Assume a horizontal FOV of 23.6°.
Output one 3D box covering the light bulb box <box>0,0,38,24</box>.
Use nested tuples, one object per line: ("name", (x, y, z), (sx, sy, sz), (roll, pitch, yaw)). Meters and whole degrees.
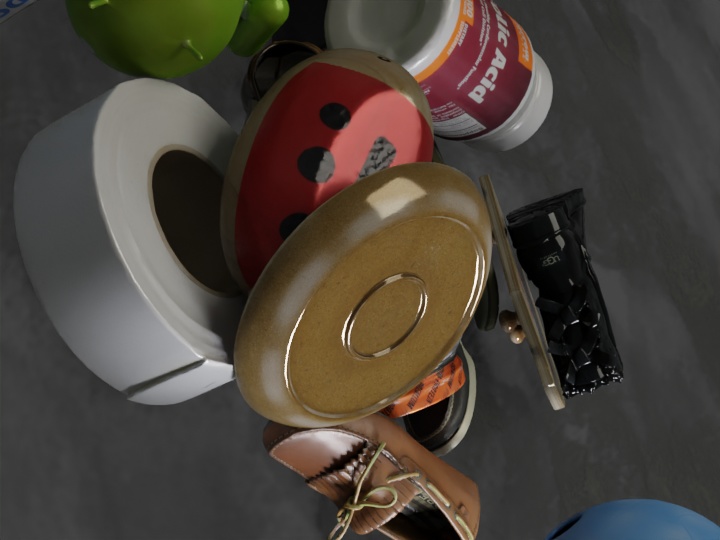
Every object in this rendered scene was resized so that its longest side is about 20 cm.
("light bulb box", (-0.263, -0.271, 0.999), (0.200, 0.125, 0.199), (22, 49, -54))

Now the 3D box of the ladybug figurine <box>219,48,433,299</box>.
("ladybug figurine", (-0.014, -0.057, 1.103), (0.136, 0.072, 0.200), (38, 65, -28))

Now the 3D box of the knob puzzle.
("knob puzzle", (0.141, 0.042, 1.531), (0.220, 0.030, 0.220), (-19, 90, -83))

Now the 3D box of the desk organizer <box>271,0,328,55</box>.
("desk organizer", (-0.023, -0.227, 1.443), (0.077, 0.072, 0.200), (42, 36, -41))

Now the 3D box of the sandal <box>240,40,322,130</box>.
("sandal", (-0.056, -0.137, 1.251), (0.200, 0.082, 0.055), (-82, 162, -70))

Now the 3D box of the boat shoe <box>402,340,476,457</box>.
("boat shoe", (0.042, 0.056, 1.339), (0.068, 0.072, 0.200), (33, 37, -36))

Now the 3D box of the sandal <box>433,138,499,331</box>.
("sandal", (0.066, -0.039, 1.461), (0.080, 0.057, 0.201), (-112, 177, -75))

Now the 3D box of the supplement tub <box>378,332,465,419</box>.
("supplement tub", (0.000, 0.000, 1.229), (0.123, 0.122, 0.200), (-37, 111, -62))

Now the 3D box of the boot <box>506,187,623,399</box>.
("boot", (0.188, 0.018, 1.539), (0.198, 0.073, 0.163), (-46, 115, -75))

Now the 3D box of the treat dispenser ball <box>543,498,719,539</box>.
("treat dispenser ball", (0.213, 0.276, 1.316), (0.201, 0.201, 0.201), (40, 37, -39))

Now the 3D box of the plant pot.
("plant pot", (0.011, 0.024, 1.082), (0.027, 0.200, 0.200), (42, 11, 36))

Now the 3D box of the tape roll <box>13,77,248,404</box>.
("tape roll", (-0.126, -0.018, 1.098), (0.202, 0.071, 0.203), (41, 36, -39))

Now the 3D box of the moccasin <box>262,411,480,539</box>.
("moccasin", (0.010, 0.153, 1.197), (0.201, 0.074, 0.078), (41, 33, -41))

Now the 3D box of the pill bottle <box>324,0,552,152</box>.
("pill bottle", (0.068, -0.169, 1.359), (0.200, 0.114, 0.114), (27, 46, -55))

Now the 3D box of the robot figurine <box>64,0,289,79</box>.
("robot figurine", (-0.132, -0.203, 1.135), (0.175, 0.116, 0.200), (23, 32, -16))
